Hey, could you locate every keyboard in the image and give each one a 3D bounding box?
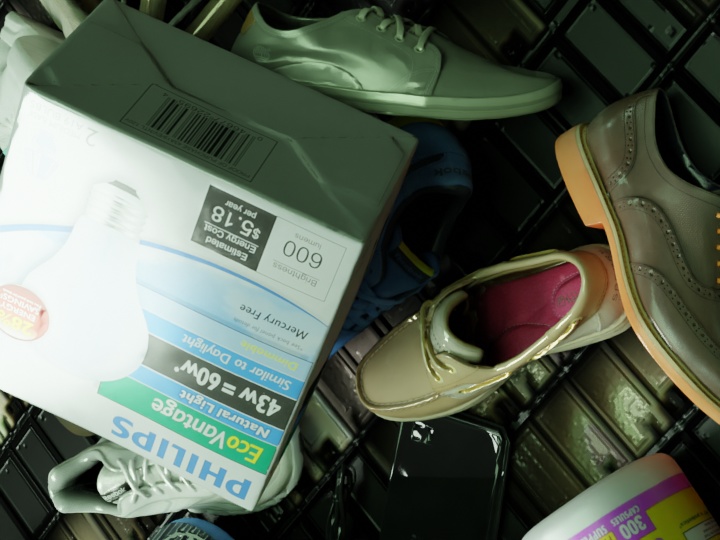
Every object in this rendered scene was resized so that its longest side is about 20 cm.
[{"bbox_3d":[0.026,0.178,1.086,0.126,0.021,0.202,16,103,27],"label":"keyboard"}]

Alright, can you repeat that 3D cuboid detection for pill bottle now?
[{"bbox_3d":[0.178,0.208,0.930,0.104,0.104,0.201,-42,72,31],"label":"pill bottle"}]

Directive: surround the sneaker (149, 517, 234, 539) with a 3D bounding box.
[{"bbox_3d":[-0.061,0.241,1.131,0.066,0.078,0.200,-45,75,4],"label":"sneaker"}]

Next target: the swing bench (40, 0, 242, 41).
[{"bbox_3d":[-0.140,-0.214,1.054,0.199,0.129,0.201,49,119,42],"label":"swing bench"}]

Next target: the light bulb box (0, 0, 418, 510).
[{"bbox_3d":[-0.099,-0.008,0.954,0.197,0.125,0.201,24,124,3],"label":"light bulb box"}]

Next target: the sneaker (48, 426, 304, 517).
[{"bbox_3d":[-0.125,0.135,1.150,0.199,0.081,0.076,-15,85,34],"label":"sneaker"}]

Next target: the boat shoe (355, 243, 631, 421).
[{"bbox_3d":[0.067,0.033,1.003,0.199,0.069,0.074,-29,68,30],"label":"boat shoe"}]

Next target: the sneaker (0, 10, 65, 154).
[{"bbox_3d":[-0.215,-0.110,1.142,0.089,0.075,0.200,-63,21,8],"label":"sneaker"}]

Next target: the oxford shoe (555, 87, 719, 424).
[{"bbox_3d":[0.179,-0.005,0.929,0.073,0.071,0.201,-34,76,27],"label":"oxford shoe"}]

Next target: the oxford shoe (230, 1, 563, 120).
[{"bbox_3d":[0.018,-0.122,0.990,0.198,0.075,0.058,8,103,8],"label":"oxford shoe"}]

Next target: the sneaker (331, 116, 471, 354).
[{"bbox_3d":[0.000,0.000,1.037,0.201,0.066,0.079,-54,38,25],"label":"sneaker"}]

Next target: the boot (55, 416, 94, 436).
[{"bbox_3d":[-0.194,0.058,1.144,0.097,0.074,0.201,-106,11,-51],"label":"boot"}]

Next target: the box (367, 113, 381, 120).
[{"bbox_3d":[-0.071,-0.038,1.100,0.082,0.068,0.200,50,119,21],"label":"box"}]
